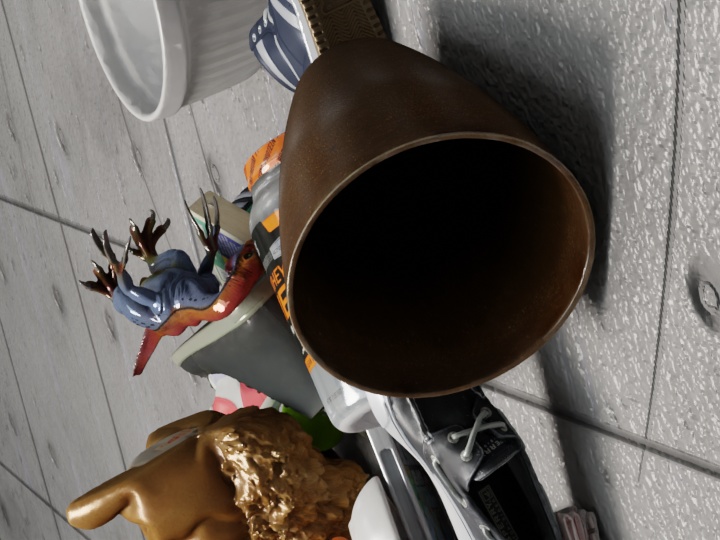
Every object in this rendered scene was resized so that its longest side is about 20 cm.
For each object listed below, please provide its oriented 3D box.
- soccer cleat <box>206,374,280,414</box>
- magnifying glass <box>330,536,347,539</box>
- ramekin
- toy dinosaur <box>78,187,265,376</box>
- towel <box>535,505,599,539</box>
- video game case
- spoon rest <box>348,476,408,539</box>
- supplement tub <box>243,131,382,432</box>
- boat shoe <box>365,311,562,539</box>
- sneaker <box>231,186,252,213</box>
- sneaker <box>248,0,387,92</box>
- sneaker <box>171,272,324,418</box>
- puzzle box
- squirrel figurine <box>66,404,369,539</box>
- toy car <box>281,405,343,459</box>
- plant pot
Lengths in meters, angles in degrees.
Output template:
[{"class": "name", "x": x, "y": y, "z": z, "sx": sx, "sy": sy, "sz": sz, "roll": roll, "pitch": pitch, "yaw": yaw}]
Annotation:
[{"class": "soccer cleat", "x": -0.099, "y": 0.091, "z": 1.745, "sx": 0.073, "sy": 0.068, "sz": 0.200, "roll": -50, "pitch": 20, "yaw": 18}, {"class": "magnifying glass", "x": -0.023, "y": 0.270, "z": 1.511, "sx": 0.022, "sy": 0.080, "sz": 0.200, "roll": 37, "pitch": 145, "yaw": 24}, {"class": "ramekin", "x": -0.148, "y": -0.228, "z": 1.567, "sx": 0.200, "sy": 0.105, "sz": 0.201, "roll": 50, "pitch": 150, "yaw": 42}, {"class": "toy dinosaur", "x": -0.124, "y": 0.013, "z": 1.465, "sx": 0.181, "sy": 0.105, "sz": 0.200, "roll": 31, "pitch": 152, "yaw": 46}, {"class": "towel", "x": 0.141, "y": 0.262, "z": 1.359, "sx": 0.191, "sy": 0.032, "sz": 0.200, "roll": 71, "pitch": 158, "yaw": 5}, {"class": "video game case", "x": 0.045, "y": 0.178, "z": 1.460, "sx": 0.143, "sy": 0.017, "sz": 0.200, "roll": 37, "pitch": -149, "yaw": -79}, {"class": "spoon rest", "x": 0.029, "y": 0.218, "z": 1.457, "sx": 0.200, "sy": 0.060, "sz": 0.100, "roll": 85, "pitch": 166, "yaw": -62}, {"class": "supplement tub", "x": 0.000, "y": 0.000, "z": 1.367, "sx": 0.200, "sy": 0.122, "sz": 0.123, "roll": 66, "pitch": 158, "yaw": 14}, {"class": "boat shoe", "x": 0.070, "y": 0.114, "z": 1.262, "sx": 0.068, "sy": 0.072, "sz": 0.200, "roll": -5, "pitch": 115, "yaw": 61}, {"class": "sneaker", "x": -0.036, "y": -0.030, "z": 1.540, "sx": 0.088, "sy": 0.074, "sz": 0.200, "roll": 46, "pitch": 161, "yaw": -18}, {"class": "sneaker", "x": -0.043, "y": -0.208, "z": 1.375, "sx": 0.108, "sy": 0.070, "sz": 0.200, "roll": 16, "pitch": 125, "yaw": 62}, {"class": "sneaker", "x": -0.075, "y": 0.073, "z": 1.507, "sx": 0.106, "sy": 0.075, "sz": 0.200, "roll": 48, "pitch": 158, "yaw": -4}, {"class": "puzzle box", "x": -0.055, "y": 0.036, "z": 1.543, "sx": 0.133, "sy": 0.025, "sz": 0.200, "roll": 31, "pitch": 154, "yaw": 39}, {"class": "squirrel figurine", "x": -0.086, "y": 0.204, "z": 1.508, "sx": 0.200, "sy": 0.142, "sz": 0.187, "roll": -24, "pitch": 100, "yaw": 26}, {"class": "toy car", "x": -0.032, "y": 0.225, "z": 1.615, "sx": 0.200, "sy": 0.158, "sz": 0.165, "roll": 35, "pitch": 127, "yaw": 37}, {"class": "plant pot", "x": 0.024, "y": -0.055, "z": 1.225, "sx": 0.200, "sy": 0.186, "sz": 0.187, "roll": -113, "pitch": 17, "yaw": -52}]
